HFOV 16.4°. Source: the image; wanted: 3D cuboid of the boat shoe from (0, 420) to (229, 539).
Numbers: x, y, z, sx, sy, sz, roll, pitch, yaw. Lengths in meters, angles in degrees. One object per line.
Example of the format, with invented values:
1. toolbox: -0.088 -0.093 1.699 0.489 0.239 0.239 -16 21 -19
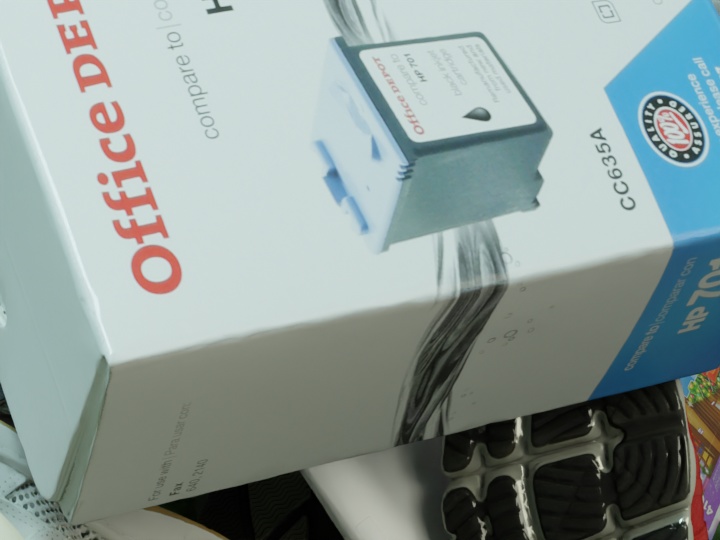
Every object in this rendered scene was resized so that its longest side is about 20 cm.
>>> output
1. boat shoe: -0.108 0.084 0.666 0.199 0.071 0.070 26 52 -37

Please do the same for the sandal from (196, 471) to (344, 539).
1. sandal: 0.004 0.143 0.764 0.057 0.079 0.202 69 -1 -75

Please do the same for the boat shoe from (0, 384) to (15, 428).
1. boat shoe: -0.140 0.009 0.674 0.199 0.068 0.072 19 57 -39

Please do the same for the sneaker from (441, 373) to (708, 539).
1. sneaker: 0.076 0.097 0.749 0.085 0.076 0.202 -22 103 -70

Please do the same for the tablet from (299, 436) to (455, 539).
1. tablet: 0.000 0.000 0.759 0.201 0.014 0.130 57 43 -7

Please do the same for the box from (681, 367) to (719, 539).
1. box: 0.057 0.009 0.852 0.200 0.039 0.137 50 44 -17

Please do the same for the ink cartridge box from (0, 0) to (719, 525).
1. ink cartridge box: -0.003 -0.033 0.664 0.199 0.086 0.147 -11 62 -24

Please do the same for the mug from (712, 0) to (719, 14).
1. mug: 0.131 -0.155 0.916 0.147 0.175 0.202 -17 95 -29

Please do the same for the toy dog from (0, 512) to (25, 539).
1. toy dog: -0.138 0.100 0.555 0.140 0.192 0.201 -76 160 -53
